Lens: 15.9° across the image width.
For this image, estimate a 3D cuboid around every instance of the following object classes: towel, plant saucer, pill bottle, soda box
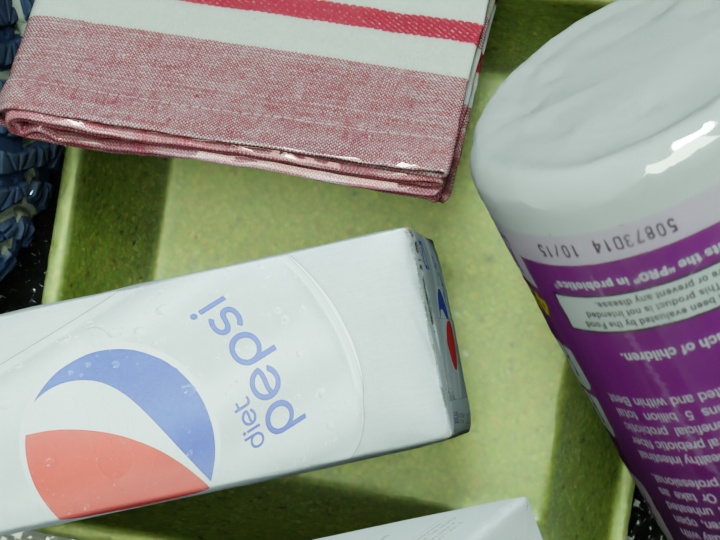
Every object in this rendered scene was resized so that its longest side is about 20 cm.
[{"bbox_3d":[-0.020,-0.116,0.821,0.143,0.023,0.201,10,60,10],"label":"towel"},{"bbox_3d":[0.000,0.000,0.843,0.198,0.048,0.201,9,89,7],"label":"plant saucer"},{"bbox_3d":[0.120,0.022,0.759,0.112,0.112,0.201,-28,114,5],"label":"pill bottle"},{"bbox_3d":[-0.070,0.039,0.785,0.198,0.068,0.064,-12,86,6],"label":"soda box"}]

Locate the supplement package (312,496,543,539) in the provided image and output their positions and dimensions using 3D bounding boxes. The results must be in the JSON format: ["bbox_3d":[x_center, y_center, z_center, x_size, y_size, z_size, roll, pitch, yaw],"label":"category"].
[{"bbox_3d":[-0.039,0.154,0.726,0.199,0.120,0.122,-15,101,35],"label":"supplement package"}]

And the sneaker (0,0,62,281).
[{"bbox_3d":[-0.154,-0.087,0.862,0.085,0.077,0.202,-10,79,17],"label":"sneaker"}]
